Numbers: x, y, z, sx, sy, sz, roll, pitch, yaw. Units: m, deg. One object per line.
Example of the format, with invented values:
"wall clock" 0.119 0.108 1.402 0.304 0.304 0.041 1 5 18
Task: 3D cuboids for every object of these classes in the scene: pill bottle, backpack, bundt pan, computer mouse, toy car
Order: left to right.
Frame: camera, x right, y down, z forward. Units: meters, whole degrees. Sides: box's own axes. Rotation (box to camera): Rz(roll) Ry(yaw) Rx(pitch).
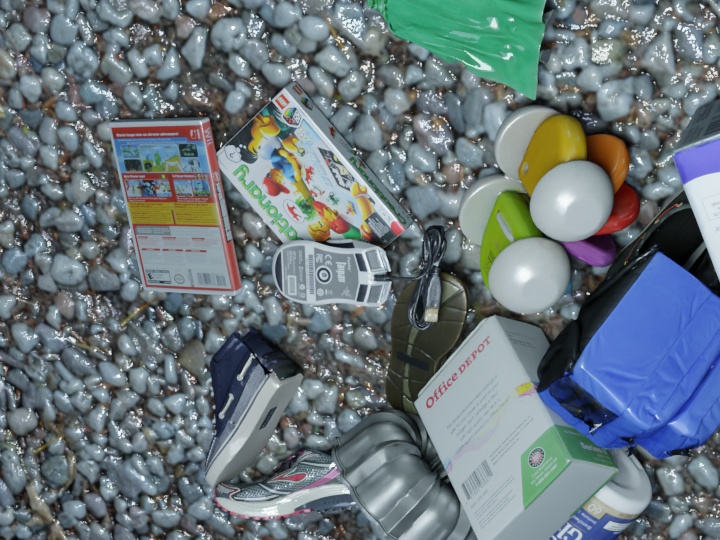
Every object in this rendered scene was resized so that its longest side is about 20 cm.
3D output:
"computer mouse" 0.000 0.000 1.696 0.199 0.044 0.111 6 106 25
"bundt pan" 0.065 0.227 1.718 0.202 0.202 0.076 44 106 1
"pill bottle" 0.212 0.272 1.721 0.111 0.111 0.200 39 118 3
"toy car" 0.199 -0.055 1.598 0.149 0.175 0.201 14 119 -25
"backpack" 0.262 0.099 1.532 0.168 0.200 0.163 45 74 1

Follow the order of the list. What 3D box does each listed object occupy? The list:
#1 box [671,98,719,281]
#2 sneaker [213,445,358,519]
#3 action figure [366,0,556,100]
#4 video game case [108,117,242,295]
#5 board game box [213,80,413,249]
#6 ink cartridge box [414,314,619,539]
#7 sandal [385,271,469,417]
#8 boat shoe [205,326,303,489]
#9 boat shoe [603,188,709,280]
"box" 0.382 -0.058 1.494 0.104 0.184 0.201 -19 101 24
"sneaker" -0.073 0.241 1.841 0.198 0.081 0.075 -10 89 10
"action figure" 0.096 -0.253 1.605 0.199 0.055 0.119 18 116 22
"video game case" -0.207 -0.071 1.787 0.142 0.017 0.201 3 111 36
"board game box" -0.053 -0.088 1.732 0.126 0.035 0.200 -40 92 29
"ink cartridge box" 0.157 0.169 1.660 0.146 0.087 0.201 -50 47 27
"sandal" 0.076 0.076 1.739 0.081 0.055 0.201 22 130 18
"boat shoe" -0.145 0.155 1.846 0.093 0.074 0.201 44 120 20
"boat shoe" 0.297 0.000 1.617 0.073 0.063 0.202 35 121 3
